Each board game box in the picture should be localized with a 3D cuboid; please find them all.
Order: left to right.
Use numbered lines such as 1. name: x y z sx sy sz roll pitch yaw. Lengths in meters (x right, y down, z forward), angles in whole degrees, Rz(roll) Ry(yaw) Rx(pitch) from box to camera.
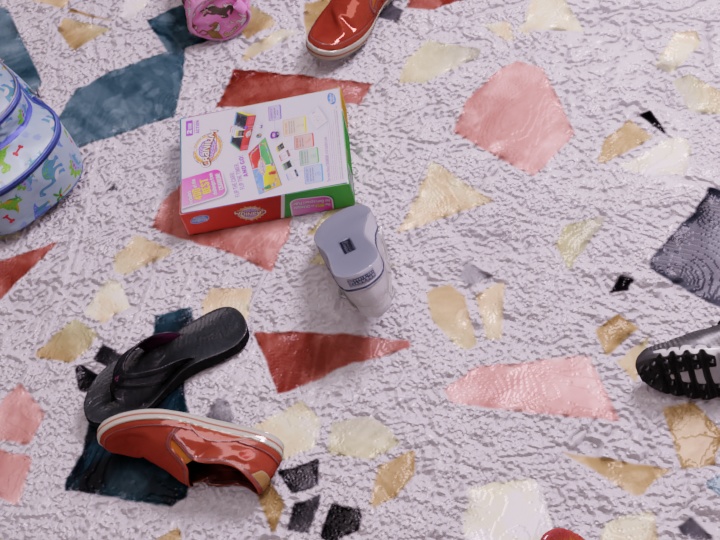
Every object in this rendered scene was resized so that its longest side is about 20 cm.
1. board game box: -0.111 -0.129 1.816 0.198 0.040 0.154 -10 52 6

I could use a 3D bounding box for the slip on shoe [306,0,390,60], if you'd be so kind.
1. slip on shoe: -0.003 -0.338 1.925 0.074 0.061 0.200 27 65 27

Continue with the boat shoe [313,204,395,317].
1. boat shoe: 0.004 -0.002 1.676 0.074 0.087 0.202 -25 23 0

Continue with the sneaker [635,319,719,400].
1. sneaker: 0.371 0.072 1.538 0.199 0.067 0.091 -10 35 17

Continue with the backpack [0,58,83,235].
1. backpack: -0.444 -0.150 1.846 0.183 0.147 0.200 -43 59 -16

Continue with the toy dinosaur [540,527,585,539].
1. toy dinosaur: 0.164 0.318 1.355 0.104 0.200 0.183 9 87 2

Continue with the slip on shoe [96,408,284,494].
1. slip on shoe: -0.177 0.185 1.581 0.198 0.074 0.062 8 59 13

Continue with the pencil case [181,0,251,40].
1. pencil case: -0.192 -0.384 2.003 0.082 0.087 0.201 6 49 -22

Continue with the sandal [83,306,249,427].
1. sandal: -0.214 0.093 1.669 0.200 0.048 0.075 -33 53 -12
